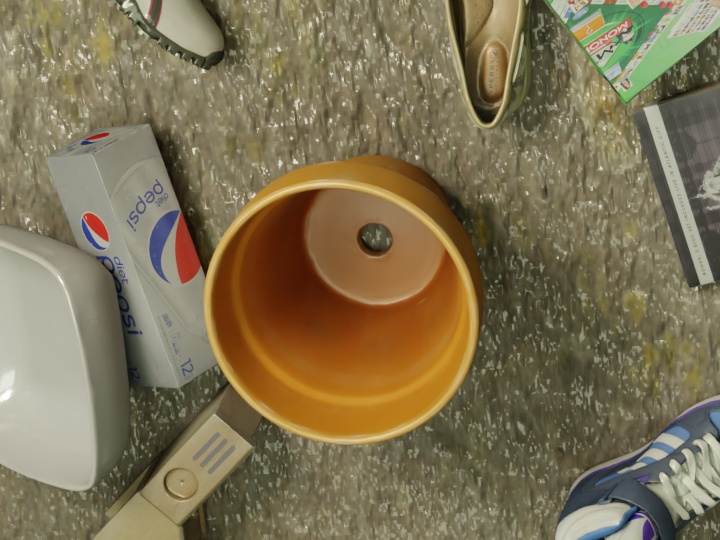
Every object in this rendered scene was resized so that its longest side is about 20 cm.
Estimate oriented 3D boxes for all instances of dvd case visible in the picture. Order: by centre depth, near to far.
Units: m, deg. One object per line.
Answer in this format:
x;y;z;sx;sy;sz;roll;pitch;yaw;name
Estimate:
0.319;-0.081;1.604;0.198;0.016;0.150;-17;108;14;dvd case

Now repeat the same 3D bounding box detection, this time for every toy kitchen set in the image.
-0.099;0.238;1.716;0.200;0.163;0.181;41;111;-7;toy kitchen set

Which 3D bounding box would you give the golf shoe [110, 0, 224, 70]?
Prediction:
-0.158;-0.239;1.597;0.088;0.077;0.200;-38;101;13;golf shoe

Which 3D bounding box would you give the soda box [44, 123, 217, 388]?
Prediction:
-0.172;-0.010;1.677;0.068;0.063;0.201;0;114;47;soda box

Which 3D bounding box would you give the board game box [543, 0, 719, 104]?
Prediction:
0.225;-0.234;1.532;0.200;0.029;0.135;-39;101;6;board game box

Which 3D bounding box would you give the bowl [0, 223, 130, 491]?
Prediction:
-0.253;0.058;1.689;0.199;0.074;0.201;16;120;42;bowl

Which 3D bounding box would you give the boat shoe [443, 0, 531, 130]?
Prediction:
0.095;-0.205;1.571;0.073;0.063;0.202;-4;109;12;boat shoe

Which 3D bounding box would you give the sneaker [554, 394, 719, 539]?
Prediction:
0.240;0.178;1.644;0.199;0.147;0.081;-28;104;18;sneaker

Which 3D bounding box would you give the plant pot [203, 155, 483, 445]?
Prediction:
0.000;0.000;1.599;0.198;0.183;0.202;3;111;9;plant pot
